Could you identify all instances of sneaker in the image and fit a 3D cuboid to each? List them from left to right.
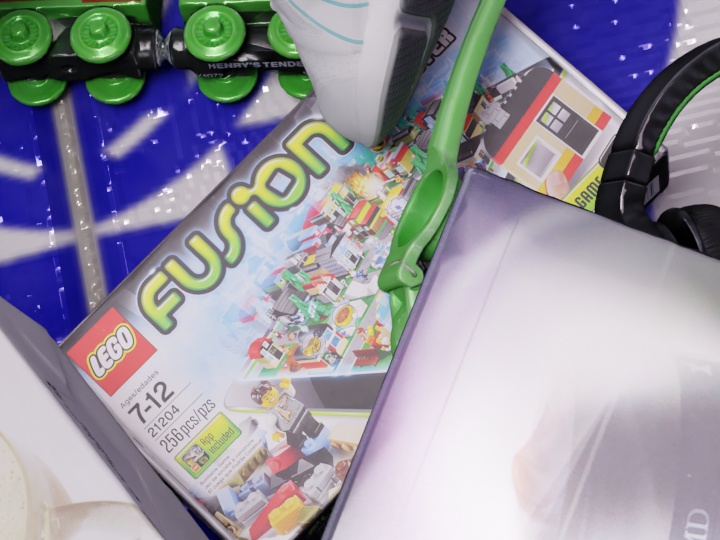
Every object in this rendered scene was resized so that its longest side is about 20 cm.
[{"bbox_3d":[-0.012,-0.118,0.910,0.080,0.201,0.071,17,57,17],"label":"sneaker"}]

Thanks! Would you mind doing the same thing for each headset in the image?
[{"bbox_3d":[0.134,0.019,0.923,0.123,0.094,0.201,13,86,-14],"label":"headset"}]

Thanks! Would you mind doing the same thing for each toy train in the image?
[{"bbox_3d":[-0.098,-0.090,1.028,0.199,0.042,0.057,0,63,6],"label":"toy train"}]

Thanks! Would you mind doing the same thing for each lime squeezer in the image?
[{"bbox_3d":[0.040,-0.003,0.943,0.070,0.038,0.201,-10,83,-6],"label":"lime squeezer"}]

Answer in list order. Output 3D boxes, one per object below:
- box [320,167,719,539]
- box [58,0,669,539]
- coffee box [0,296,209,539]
[{"bbox_3d":[0.086,0.106,0.812,0.197,0.123,0.201,20,79,9],"label":"box"},{"bbox_3d":[0.000,0.000,0.989,0.110,0.035,0.200,42,81,17],"label":"box"},{"bbox_3d":[-0.146,0.111,0.814,0.200,0.080,0.114,-41,66,1],"label":"coffee box"}]
